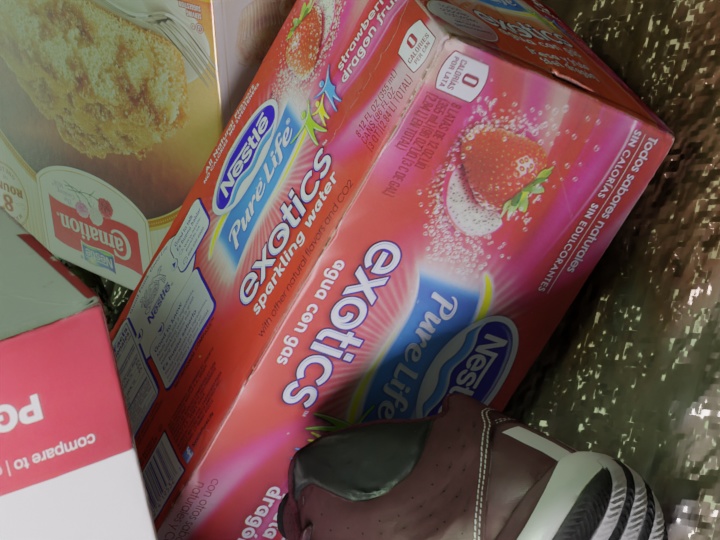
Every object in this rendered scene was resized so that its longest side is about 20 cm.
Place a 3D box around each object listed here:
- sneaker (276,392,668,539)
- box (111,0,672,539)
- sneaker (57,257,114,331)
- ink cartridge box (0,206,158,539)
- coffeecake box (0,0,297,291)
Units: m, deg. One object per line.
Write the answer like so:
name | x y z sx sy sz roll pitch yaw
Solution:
sneaker | -0.004 0.123 0.670 0.200 0.076 0.115 -51 46 -6
box | 0.000 0.000 0.743 0.201 0.095 0.100 -59 32 18
sneaker | -0.137 -0.008 0.964 0.088 0.201 0.077 18 43 41
ink cartridge box | -0.117 0.093 0.707 0.147 0.082 0.201 32 137 62
coffeecake box | -0.081 -0.097 0.833 0.153 0.073 0.201 21 127 38
